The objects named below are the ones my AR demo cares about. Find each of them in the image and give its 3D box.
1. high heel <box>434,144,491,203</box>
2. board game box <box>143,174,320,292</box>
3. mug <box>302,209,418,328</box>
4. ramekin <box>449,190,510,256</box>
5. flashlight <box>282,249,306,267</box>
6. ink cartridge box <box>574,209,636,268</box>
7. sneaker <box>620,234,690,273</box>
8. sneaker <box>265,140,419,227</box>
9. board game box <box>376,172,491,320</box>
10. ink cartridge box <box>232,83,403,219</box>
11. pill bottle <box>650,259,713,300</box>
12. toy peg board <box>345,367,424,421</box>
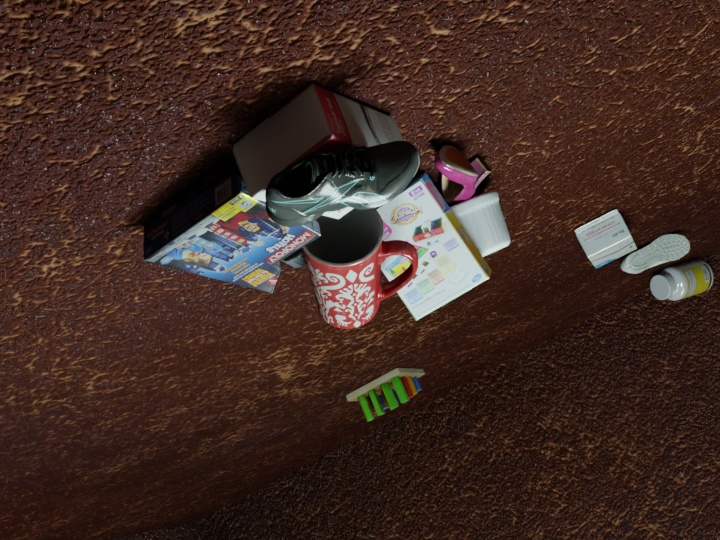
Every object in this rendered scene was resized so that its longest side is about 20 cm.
[{"bbox_3d":[0.141,-0.145,1.486,0.096,0.068,0.200,-42,169,21],"label":"high heel"},{"bbox_3d":[-0.161,-0.046,1.284,0.199,0.062,0.199,-29,143,31],"label":"board game box"},{"bbox_3d":[-0.009,0.007,1.478,0.134,0.177,0.201,-48,156,-27],"label":"mug"},{"bbox_3d":[0.168,-0.056,1.638,0.199,0.099,0.200,-24,177,-1],"label":"ramekin"},{"bbox_3d":[-0.078,-0.016,1.588,0.067,0.068,0.200,14,176,28],"label":"flashlight"},{"bbox_3d":[0.591,-0.074,2.230,0.115,0.067,0.200,-28,162,15],"label":"ink cartridge box"},{"bbox_3d":[0.828,-0.048,2.609,0.198,0.077,0.081,-18,173,-1],"label":"sneaker"},{"bbox_3d":[-0.021,-0.110,1.109,0.198,0.076,0.079,-22,157,-4],"label":"sneaker"},{"bbox_3d":[0.100,-0.038,1.534,0.152,0.201,0.040,-31,-169,24],"label":"board game box"},{"bbox_3d":[-0.045,-0.149,1.216,0.145,0.084,0.199,-33,158,26],"label":"ink cartridge box"},{"bbox_3d":[1.041,0.035,3.011,0.198,0.112,0.111,-12,159,-29],"label":"pill bottle"},{"bbox_3d":[0.093,0.390,2.868,0.199,0.099,0.199,-30,160,22],"label":"toy peg board"}]
